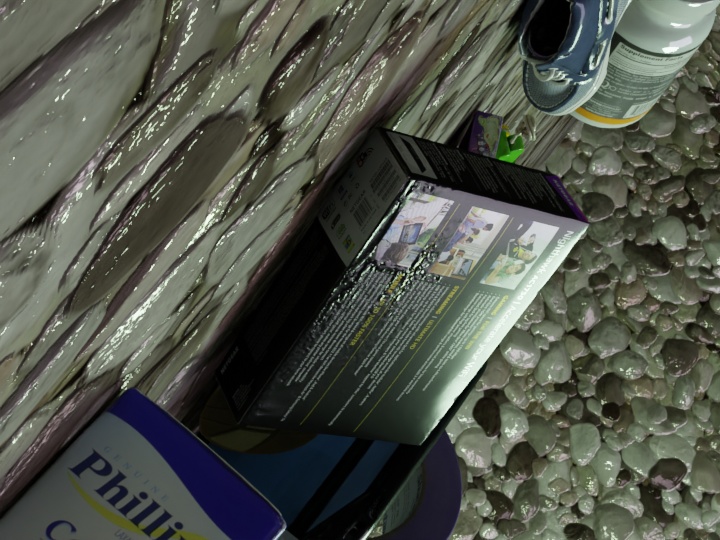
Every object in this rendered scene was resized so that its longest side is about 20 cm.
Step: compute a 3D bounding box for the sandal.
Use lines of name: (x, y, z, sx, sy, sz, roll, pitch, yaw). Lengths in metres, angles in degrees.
sandal: (-0.040, 0.049, 1.039, 0.200, 0.080, 0.054, -59, -166, 29)

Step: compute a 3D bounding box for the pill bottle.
pill bottle: (0.254, -0.226, 1.424, 0.116, 0.116, 0.200, -49, 174, -30)

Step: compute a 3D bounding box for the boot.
boot: (0.141, -0.167, 1.142, 0.090, 0.073, 0.200, -41, 163, -29)

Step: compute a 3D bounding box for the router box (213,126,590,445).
router box: (0.024, 0.018, 0.945, 0.149, 0.051, 0.200, 12, 125, -38)

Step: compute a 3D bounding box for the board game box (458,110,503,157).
board game box: (0.086, -0.052, 1.391, 0.200, 0.032, 0.120, 113, -5, -73)

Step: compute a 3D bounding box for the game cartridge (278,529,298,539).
game cartridge: (-0.133, 0.212, 0.930, 0.200, 0.133, 0.042, -51, 175, -11)

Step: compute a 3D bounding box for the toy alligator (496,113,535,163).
toy alligator: (0.121, -0.106, 1.471, 0.054, 0.059, 0.200, -10, 168, -7)

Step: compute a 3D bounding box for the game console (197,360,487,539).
game console: (-0.033, 0.117, 1.092, 0.176, 0.116, 0.200, -43, -174, 49)

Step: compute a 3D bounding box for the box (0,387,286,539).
box: (-0.151, 0.189, 0.762, 0.200, 0.105, 0.184, -49, 175, -35)

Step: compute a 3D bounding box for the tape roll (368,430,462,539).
tape roll: (-0.027, 0.170, 1.230, 0.200, 0.200, 0.085, -47, 174, -41)
